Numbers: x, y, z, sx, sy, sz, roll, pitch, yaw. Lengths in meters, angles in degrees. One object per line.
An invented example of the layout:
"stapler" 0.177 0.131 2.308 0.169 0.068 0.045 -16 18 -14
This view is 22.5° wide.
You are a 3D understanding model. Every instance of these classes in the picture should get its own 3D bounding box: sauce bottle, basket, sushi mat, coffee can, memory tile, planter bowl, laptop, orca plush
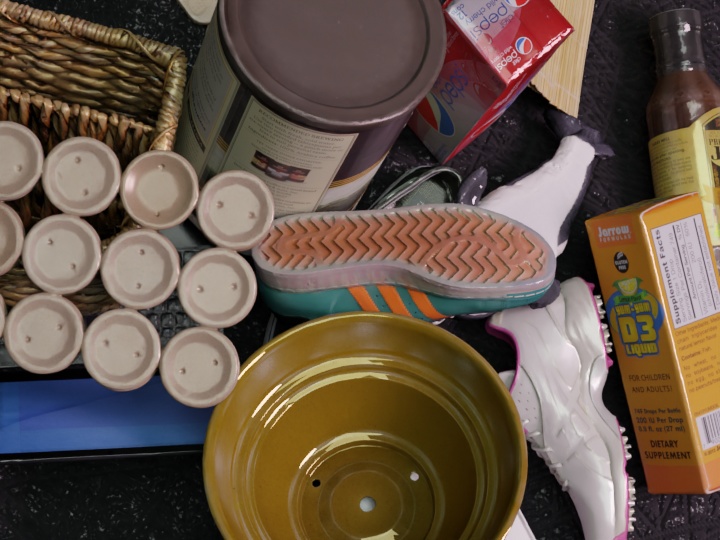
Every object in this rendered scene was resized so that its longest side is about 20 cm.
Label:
"sauce bottle" 0.242 -0.090 1.325 0.064 0.065 0.202 -4 81 -11
"basket" -0.224 -0.072 1.167 0.198 0.150 0.144 16 52 -2
"sushi mat" 0.151 -0.218 1.329 0.012 0.096 0.202 3 74 31
"coffee can" -0.042 -0.115 1.193 0.145 0.200 0.148 7 65 -14
"memory tile" -0.160 -0.005 1.126 0.198 0.017 0.155 12 85 -1
"planter bowl" 0.004 0.133 1.139 0.198 0.084 0.202 -1 60 1
"laptop" -0.172 0.029 1.205 0.175 0.103 0.202 -1 79 -11
"orca plush" 0.097 -0.034 1.284 0.105 0.071 0.201 38 59 -21

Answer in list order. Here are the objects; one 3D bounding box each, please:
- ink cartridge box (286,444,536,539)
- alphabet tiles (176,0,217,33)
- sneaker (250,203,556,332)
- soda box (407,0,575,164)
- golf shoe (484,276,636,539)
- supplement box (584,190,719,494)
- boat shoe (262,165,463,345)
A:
"ink cartridge box" 0.015 0.213 1.211 0.199 0.084 0.146 -27 83 -14
"alphabet tiles" -0.053 -0.246 1.329 0.195 0.015 0.201 -36 86 -15
"sneaker" 0.030 0.007 1.184 0.198 0.080 0.072 3 49 12
"soda box" 0.077 -0.139 1.234 0.063 0.200 0.070 -40 87 -14
"golf shoe" 0.139 0.108 1.269 0.090 0.075 0.202 -8 73 -2
"supplement box" 0.219 0.051 1.264 0.068 0.066 0.202 -14 92 -33
"boat shoe" 0.000 0.000 1.259 0.072 0.071 0.201 36 75 -2
